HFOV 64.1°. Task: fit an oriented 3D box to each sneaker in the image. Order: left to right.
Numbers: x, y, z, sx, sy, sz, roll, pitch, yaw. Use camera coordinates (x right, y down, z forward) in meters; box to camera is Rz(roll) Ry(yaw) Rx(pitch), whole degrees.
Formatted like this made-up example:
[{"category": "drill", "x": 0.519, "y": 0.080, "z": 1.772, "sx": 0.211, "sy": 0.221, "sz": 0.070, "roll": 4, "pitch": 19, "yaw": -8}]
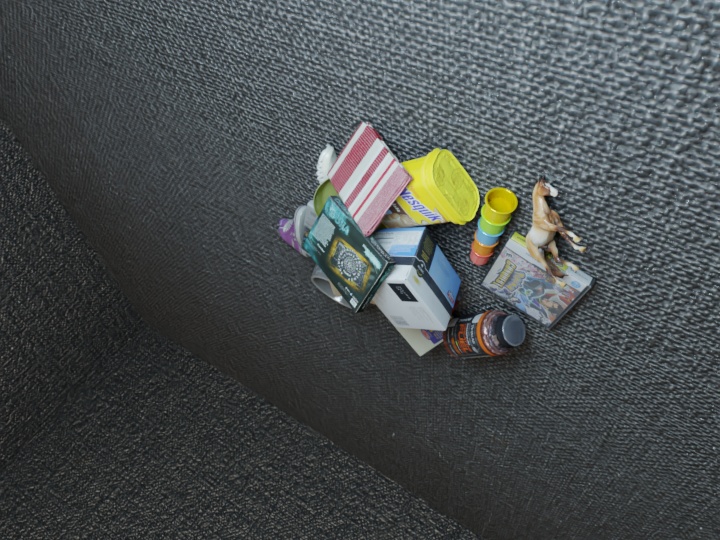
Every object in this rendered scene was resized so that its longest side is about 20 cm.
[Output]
[{"category": "sneaker", "x": -0.182, "y": -0.120, "z": 1.560, "sx": 0.114, "sy": 0.073, "sz": 0.201, "roll": 34, "pitch": 151, "yaw": 17}, {"category": "sneaker", "x": -0.048, "y": -0.199, "z": 1.300, "sx": 0.081, "sy": 0.075, "sz": 0.200, "roll": 9, "pitch": 143, "yaw": 16}]

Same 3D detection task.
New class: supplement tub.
[{"category": "supplement tub", "x": 0.291, "y": 0.150, "z": 1.355, "sx": 0.107, "sy": 0.107, "sz": 0.200, "roll": 46, "pitch": 151, "yaw": -14}]

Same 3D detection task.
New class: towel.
[{"category": "towel", "x": 0.012, "y": -0.181, "z": 1.113, "sx": 0.023, "sy": 0.144, "sz": 0.200, "roll": 15, "pitch": -147, "yaw": -42}]

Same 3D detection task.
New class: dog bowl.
[{"category": "dog bowl", "x": -0.051, "y": 0.043, "z": 1.611, "sx": 0.200, "sy": 0.059, "sz": 0.200, "roll": 28, "pitch": 162, "yaw": 10}]

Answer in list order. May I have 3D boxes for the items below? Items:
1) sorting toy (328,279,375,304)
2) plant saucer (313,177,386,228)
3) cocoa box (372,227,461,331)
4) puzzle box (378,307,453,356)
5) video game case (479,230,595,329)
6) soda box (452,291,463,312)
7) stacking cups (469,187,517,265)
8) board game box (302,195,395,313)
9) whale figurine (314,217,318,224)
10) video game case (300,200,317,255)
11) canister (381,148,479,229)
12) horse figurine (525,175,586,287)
[{"category": "sorting toy", "x": 0.000, "y": 0.000, "z": 1.398, "sx": 0.199, "sy": 0.036, "sz": 0.186, "roll": 9, "pitch": 131, "yaw": 34}, {"category": "plant saucer", "x": -0.005, "y": -0.149, "z": 1.278, "sx": 0.199, "sy": 0.031, "sz": 0.200, "roll": 5, "pitch": 139, "yaw": 5}, {"category": "cocoa box", "x": 0.104, "y": 0.019, "z": 1.209, "sx": 0.133, "sy": 0.132, "sz": 0.200, "roll": 1, "pitch": 146, "yaw": 36}, {"category": "puzzle box", "x": 0.144, "y": 0.109, "z": 1.457, "sx": 0.133, "sy": 0.025, "sz": 0.200, "roll": -36, "pitch": 105, "yaw": 15}, {"category": "video game case", "x": 0.354, "y": 0.025, "z": 1.183, "sx": 0.180, "sy": 0.026, "sz": 0.200, "roll": 33, "pitch": 151, "yaw": 11}, {"category": "soda box", "x": 0.152, "y": 0.018, "z": 1.371, "sx": 0.200, "sy": 0.063, "sz": 0.070, "roll": 47, "pitch": 151, "yaw": -15}, {"category": "stacking cups", "x": 0.257, "y": -0.077, "z": 1.125, "sx": 0.060, "sy": 0.061, "sz": 0.200, "roll": 29, "pitch": 154, "yaw": 17}, {"category": "board game box", "x": -0.028, "y": -0.034, "z": 1.141, "sx": 0.200, "sy": 0.028, "sz": 0.135, "roll": 50, "pitch": 125, "yaw": 27}, {"category": "whale figurine", "x": -0.021, "y": -0.084, "z": 1.230, "sx": 0.200, "sy": 0.103, "sz": 0.160, "roll": -42, "pitch": 66, "yaw": 56}, {"category": "video game case", "x": -0.061, "y": -0.061, "z": 1.445, "sx": 0.200, "sy": 0.023, "sz": 0.182, "roll": 35, "pitch": 144, "yaw": 13}, {"category": "canister", "x": 0.109, "y": -0.150, "z": 1.126, "sx": 0.200, "sy": 0.087, "sz": 0.149, "roll": -4, "pitch": 141, "yaw": 47}, {"category": "horse figurine", "x": 0.338, "y": -0.055, "z": 1.021, "sx": 0.133, "sy": 0.050, "sz": 0.200, "roll": 53, "pitch": 167, "yaw": 34}]
